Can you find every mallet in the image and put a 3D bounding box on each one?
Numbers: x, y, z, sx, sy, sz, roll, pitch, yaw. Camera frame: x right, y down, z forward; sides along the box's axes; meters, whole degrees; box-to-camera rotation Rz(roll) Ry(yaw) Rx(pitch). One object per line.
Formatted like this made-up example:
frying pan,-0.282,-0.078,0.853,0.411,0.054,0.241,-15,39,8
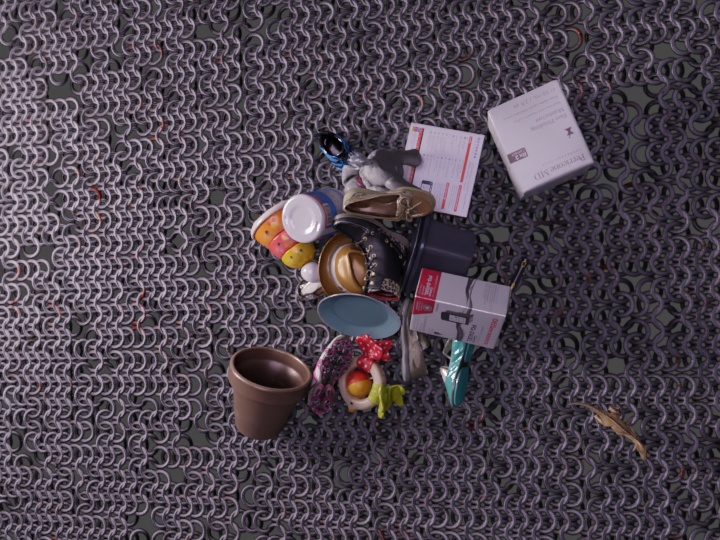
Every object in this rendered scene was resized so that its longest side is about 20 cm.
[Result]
mallet,0.336,0.057,1.545,0.066,0.041,0.200,20,88,8

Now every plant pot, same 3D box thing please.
plant pot,-0.233,0.306,1.584,0.200,0.200,0.175,20,110,11

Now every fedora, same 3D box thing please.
fedora,0.000,0.000,1.547,0.200,0.082,0.201,0,89,-22

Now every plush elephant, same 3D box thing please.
plush elephant,0.032,-0.194,1.507,0.200,0.155,0.165,10,56,-27

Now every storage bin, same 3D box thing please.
storage bin,0.179,-0.030,1.506,0.134,0.200,0.146,15,52,0

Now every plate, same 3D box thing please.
plate,-0.002,0.102,1.545,0.200,0.200,0.026,6,55,11

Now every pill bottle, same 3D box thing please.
pill bottle,-0.087,-0.134,1.537,0.112,0.200,0.112,6,104,24

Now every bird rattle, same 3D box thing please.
bird rattle,0.012,0.258,1.573,0.163,0.113,0.200,-27,80,26

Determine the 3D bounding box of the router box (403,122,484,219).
router box,0.188,-0.237,1.570,0.179,0.049,0.200,13,91,11

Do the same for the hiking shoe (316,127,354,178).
hiking shoe,-0.035,-0.262,1.594,0.200,0.087,0.074,43,96,9

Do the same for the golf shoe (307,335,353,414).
golf shoe,-0.081,0.241,1.588,0.073,0.092,0.200,21,98,-21

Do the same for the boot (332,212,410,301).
boot,0.020,-0.030,1.459,0.203,0.073,0.154,23,61,-28

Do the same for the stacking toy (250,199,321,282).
stacking toy,-0.154,-0.057,1.578,0.146,0.146,0.200,-39,79,8

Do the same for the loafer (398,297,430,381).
loafer,0.129,0.164,1.569,0.070,0.075,0.200,-2,91,-2

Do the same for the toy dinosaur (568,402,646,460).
toy dinosaur,0.558,0.332,1.461,0.200,0.101,0.058,37,96,9

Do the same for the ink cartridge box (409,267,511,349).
ink cartridge box,0.220,0.086,1.456,0.200,0.145,0.083,13,55,8

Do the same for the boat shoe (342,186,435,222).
boat shoe,0.061,-0.137,1.407,0.200,0.063,0.073,0,116,4

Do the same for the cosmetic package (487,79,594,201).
cosmetic package,0.397,-0.284,1.472,0.165,0.165,0.200,-24,85,11

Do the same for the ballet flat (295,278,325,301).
ballet flat,-0.073,0.019,1.606,0.200,0.072,0.072,-29,84,9

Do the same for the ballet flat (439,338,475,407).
ballet flat,0.226,0.218,1.554,0.070,0.067,0.200,13,91,35
